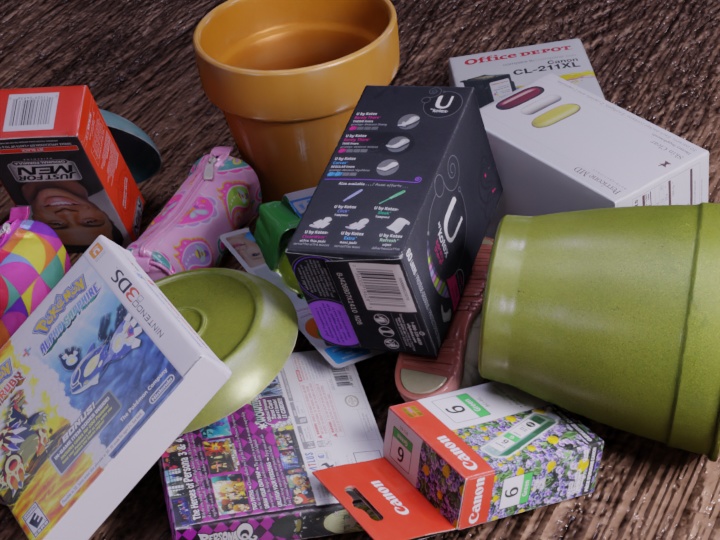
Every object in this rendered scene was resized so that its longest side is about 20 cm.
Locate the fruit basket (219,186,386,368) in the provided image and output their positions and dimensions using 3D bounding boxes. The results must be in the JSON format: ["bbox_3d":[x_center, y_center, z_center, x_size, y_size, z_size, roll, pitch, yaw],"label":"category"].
[{"bbox_3d":[0.000,0.000,1.459,0.184,0.094,0.200,-15,37,-31],"label":"fruit basket"}]

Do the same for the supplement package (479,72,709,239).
[{"bbox_3d":[0.197,-0.056,1.446,0.111,0.157,0.200,-28,40,-26],"label":"supplement package"}]

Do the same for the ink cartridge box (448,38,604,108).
[{"bbox_3d":[0.171,-0.145,1.651,0.145,0.083,0.200,-9,36,0],"label":"ink cartridge box"}]

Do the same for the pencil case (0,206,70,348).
[{"bbox_3d":[-0.344,0.031,1.512,0.088,0.089,0.200,4,38,17],"label":"pencil case"}]

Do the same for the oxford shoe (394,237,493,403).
[{"bbox_3d":[0.078,0.055,1.386,0.070,0.074,0.201,2,45,26],"label":"oxford shoe"}]

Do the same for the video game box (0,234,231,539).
[{"bbox_3d":[-0.220,0.097,1.304,0.200,0.047,0.182,-49,47,2],"label":"video game box"}]

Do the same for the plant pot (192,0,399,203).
[{"bbox_3d":[-0.054,-0.163,1.635,0.199,0.184,0.201,-5,34,3],"label":"plant pot"}]

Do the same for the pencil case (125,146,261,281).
[{"bbox_3d":[-0.164,-0.036,1.567,0.087,0.088,0.200,7,39,21],"label":"pencil case"}]

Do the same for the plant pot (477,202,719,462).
[{"bbox_3d":[0.193,0.032,1.273,0.192,0.201,0.201,9,38,9],"label":"plant pot"}]

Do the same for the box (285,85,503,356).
[{"bbox_3d":[0.033,-0.044,1.358,0.105,0.123,0.201,4,48,24],"label":"box"}]

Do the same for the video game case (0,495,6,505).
[{"bbox_3d":[-0.252,0.129,1.408,0.181,0.023,0.200,11,40,26],"label":"video game case"}]

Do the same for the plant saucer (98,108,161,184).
[{"bbox_3d":[-0.298,-0.126,1.641,0.199,0.200,0.028,-2,71,9],"label":"plant saucer"}]

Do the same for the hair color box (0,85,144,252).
[{"bbox_3d":[-0.282,-0.093,1.566,0.101,0.200,0.062,-2,60,10],"label":"hair color box"}]

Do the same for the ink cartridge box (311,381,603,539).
[{"bbox_3d":[0.075,0.143,1.255,0.199,0.051,0.109,-10,31,-31],"label":"ink cartridge box"}]

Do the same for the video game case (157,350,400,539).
[{"bbox_3d":[-0.074,0.141,1.324,0.180,0.036,0.200,-6,34,-12],"label":"video game case"}]

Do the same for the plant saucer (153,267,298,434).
[{"bbox_3d":[-0.151,0.059,1.369,0.199,0.031,0.201,-14,36,10],"label":"plant saucer"}]
